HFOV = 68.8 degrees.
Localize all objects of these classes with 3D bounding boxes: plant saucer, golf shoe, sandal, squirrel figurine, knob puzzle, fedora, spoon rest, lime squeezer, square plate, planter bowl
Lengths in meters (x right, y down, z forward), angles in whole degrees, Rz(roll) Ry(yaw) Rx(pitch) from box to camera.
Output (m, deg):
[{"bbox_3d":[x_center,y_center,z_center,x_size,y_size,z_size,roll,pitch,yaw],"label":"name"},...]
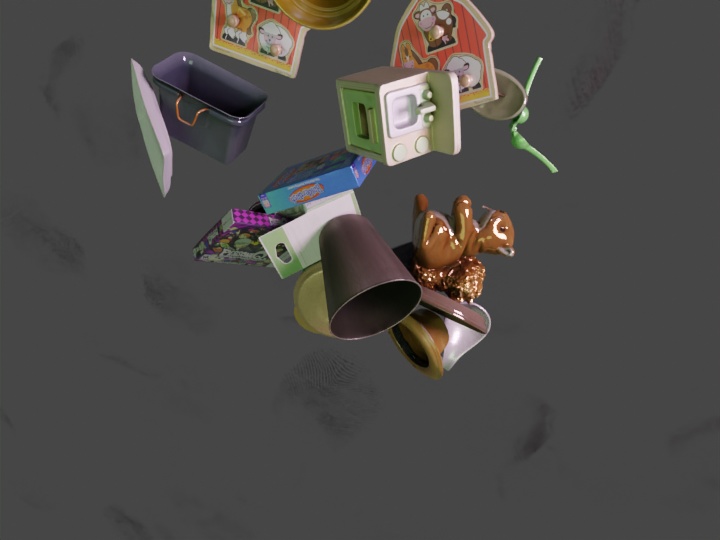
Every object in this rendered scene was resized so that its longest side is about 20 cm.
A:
[{"bbox_3d":[0.160,0.070,1.034,0.199,0.200,0.030,25,87,2],"label":"plant saucer"},{"bbox_3d":[-0.142,-0.126,1.093,0.199,0.092,0.073,-10,114,21],"label":"golf shoe"},{"bbox_3d":[0.185,-0.318,0.883,0.200,0.057,0.080,34,119,2],"label":"sandal"},{"bbox_3d":[0.195,-0.042,1.010,0.185,0.142,0.201,3,105,-4],"label":"squirrel figurine"},{"bbox_3d":[-0.180,-0.464,0.926,0.218,0.030,0.221,8,122,14],"label":"knob puzzle"},{"bbox_3d":[0.123,-0.358,0.861,0.219,0.030,0.221,21,124,34],"label":"knob puzzle"},{"bbox_3d":[0.132,0.139,1.128,0.201,0.082,0.201,48,161,23],"label":"fedora"},{"bbox_3d":[0.217,0.151,1.164,0.099,0.061,0.201,22,125,4],"label":"spoon rest"},{"bbox_3d":[0.291,-0.254,0.905,0.070,0.038,0.201,-8,117,22],"label":"lime squeezer"},{"bbox_3d":[-0.405,-0.271,1.031,0.201,0.028,0.198,69,156,7],"label":"square plate"},{"bbox_3d":[-0.055,-0.498,0.840,0.199,0.084,0.201,8,122,13],"label":"planter bowl"}]

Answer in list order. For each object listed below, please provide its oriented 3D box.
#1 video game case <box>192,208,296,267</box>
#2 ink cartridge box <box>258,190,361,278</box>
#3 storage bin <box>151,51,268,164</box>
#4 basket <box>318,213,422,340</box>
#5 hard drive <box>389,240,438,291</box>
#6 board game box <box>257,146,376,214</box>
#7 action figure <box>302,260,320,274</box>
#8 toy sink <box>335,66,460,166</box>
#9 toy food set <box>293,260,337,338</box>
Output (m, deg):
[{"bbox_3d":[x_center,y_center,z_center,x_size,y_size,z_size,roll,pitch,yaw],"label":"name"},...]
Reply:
[{"bbox_3d":[-0.218,-0.061,1.095,0.181,0.199,0.036,-32,63,42],"label":"video game case"},{"bbox_3d":[-0.093,-0.079,1.044,0.199,0.048,0.146,-24,143,-4],"label":"ink cartridge box"},{"bbox_3d":[-0.299,-0.300,1.018,0.199,0.146,0.135,27,135,1],"label":"storage bin"},{"bbox_3d":[0.000,0.000,0.984,0.180,0.201,0.136,-29,140,10],"label":"basket"},{"bbox_3d":[0.071,0.018,1.140,0.199,0.042,0.135,-27,109,29],"label":"hard drive"},{"bbox_3d":[-0.077,-0.180,1.002,0.199,0.152,0.045,-12,117,25],"label":"board game box"},{"bbox_3d":[-0.088,0.003,1.177,0.117,0.055,0.201,-3,116,21],"label":"action figure"},{"bbox_3d":[0.057,-0.257,0.875,0.200,0.112,0.131,33,140,49],"label":"toy sink"},{"bbox_3d":[-0.047,0.064,1.134,0.197,0.049,0.201,8,118,3],"label":"toy food set"}]
